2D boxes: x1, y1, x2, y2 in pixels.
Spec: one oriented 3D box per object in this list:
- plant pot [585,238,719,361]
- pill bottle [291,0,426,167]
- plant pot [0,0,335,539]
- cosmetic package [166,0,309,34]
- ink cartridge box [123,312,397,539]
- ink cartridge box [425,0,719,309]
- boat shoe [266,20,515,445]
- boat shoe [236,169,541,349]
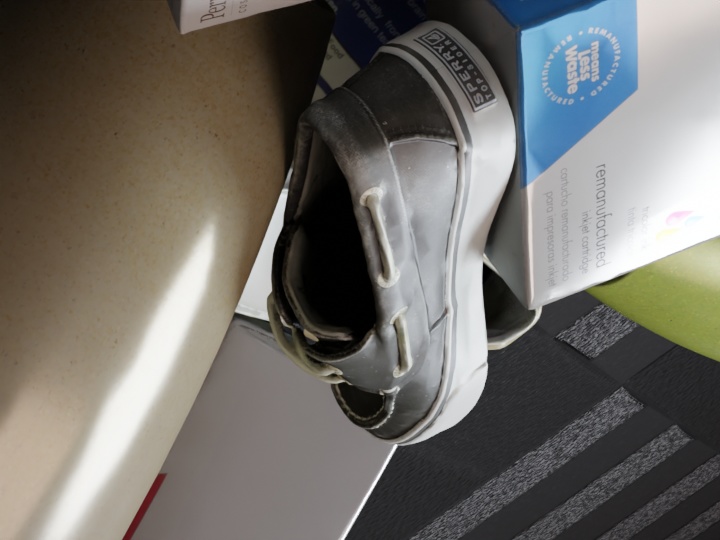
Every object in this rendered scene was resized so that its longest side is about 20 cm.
[{"bbox_3d":[0.193,-0.033,1.308,0.200,0.187,0.187,6,140,-41],"label":"plant pot"},{"bbox_3d":[0.051,-0.117,0.871,0.200,0.111,0.111,-40,162,19],"label":"pill bottle"},{"bbox_3d":[-0.104,-0.029,0.789,0.200,0.187,0.187,-53,159,9],"label":"plant pot"},{"bbox_3d":[0.033,-0.145,0.698,0.199,0.085,0.108,-17,164,-9],"label":"cosmetic package"},{"bbox_3d":[-0.065,0.089,1.041,0.148,0.085,0.200,-62,-167,-1],"label":"ink cartridge box"},{"bbox_3d":[0.124,-0.080,0.798,0.200,0.067,0.116,-21,135,-15],"label":"ink cartridge box"},{"bbox_3d":[0.000,0.000,0.804,0.064,0.071,0.200,-31,152,-22],"label":"boat shoe"},{"bbox_3d":[-0.002,-0.007,0.960,0.200,0.068,0.075,1,124,-49],"label":"boat shoe"}]
